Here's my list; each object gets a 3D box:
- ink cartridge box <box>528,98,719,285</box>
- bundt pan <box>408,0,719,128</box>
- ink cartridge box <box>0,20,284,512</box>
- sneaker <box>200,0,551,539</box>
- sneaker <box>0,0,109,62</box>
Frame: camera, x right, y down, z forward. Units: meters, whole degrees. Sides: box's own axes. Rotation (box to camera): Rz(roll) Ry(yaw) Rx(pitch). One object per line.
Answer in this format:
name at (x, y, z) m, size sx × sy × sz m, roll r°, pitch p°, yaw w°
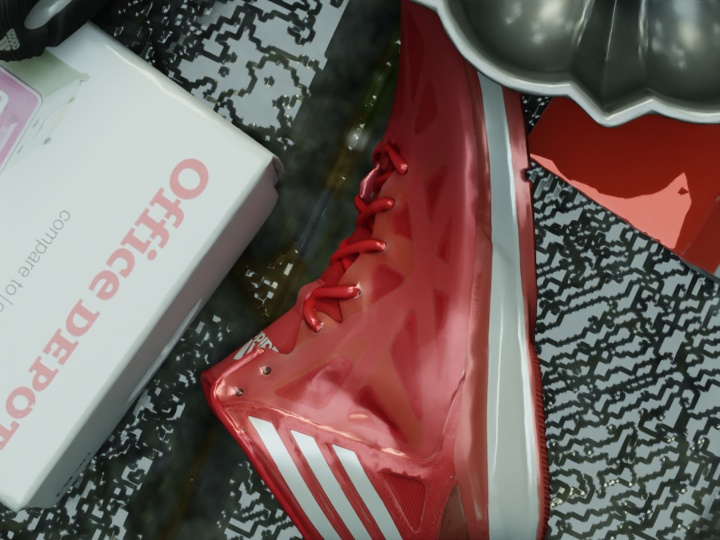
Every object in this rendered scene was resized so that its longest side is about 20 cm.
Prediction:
ink cartridge box at (0.181, -0.052, 0.905) m, size 0.199 × 0.057 × 0.163 m, roll 33°, pitch 87°, yaw -3°
bundt pan at (0.092, -0.143, 0.834) m, size 0.200 × 0.076 × 0.203 m, roll 0°, pitch 90°, yaw 1°
ink cartridge box at (-0.144, -0.033, 0.886) m, size 0.200 × 0.085 × 0.145 m, roll 35°, pitch 87°, yaw 1°
sneaker at (0.000, 0.000, 0.888) m, size 0.115 × 0.078 × 0.201 m, roll -5°, pitch 85°, yaw -1°
sneaker at (-0.080, -0.169, 0.839) m, size 0.200 × 0.076 × 0.115 m, roll -42°, pitch 74°, yaw -14°
